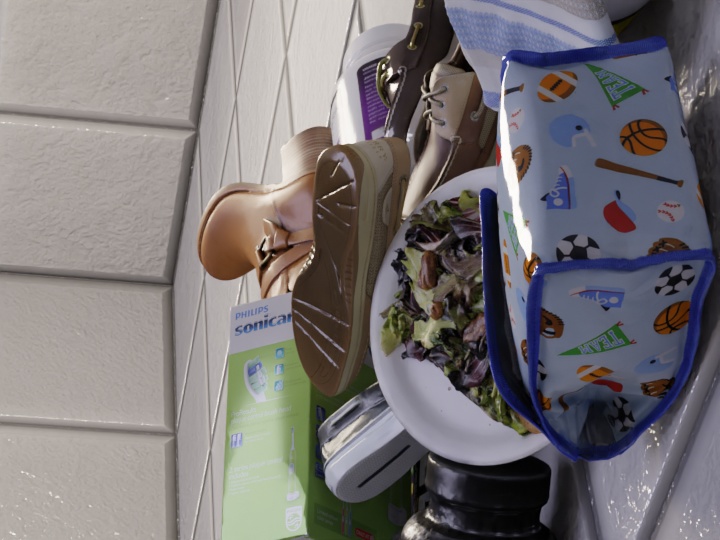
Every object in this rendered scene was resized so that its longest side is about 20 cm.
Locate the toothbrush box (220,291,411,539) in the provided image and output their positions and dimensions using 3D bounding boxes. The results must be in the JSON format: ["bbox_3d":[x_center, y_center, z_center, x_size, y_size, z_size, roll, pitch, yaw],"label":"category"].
[{"bbox_3d":[-0.031,0.134,1.736,0.145,0.086,0.202,31,-126,-50],"label":"toothbrush box"}]

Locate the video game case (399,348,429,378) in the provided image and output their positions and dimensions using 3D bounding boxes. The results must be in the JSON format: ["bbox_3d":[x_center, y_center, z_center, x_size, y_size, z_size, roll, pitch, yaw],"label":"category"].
[{"bbox_3d":[0.082,-0.030,1.597,0.200,0.023,0.182,-46,27,22],"label":"video game case"}]

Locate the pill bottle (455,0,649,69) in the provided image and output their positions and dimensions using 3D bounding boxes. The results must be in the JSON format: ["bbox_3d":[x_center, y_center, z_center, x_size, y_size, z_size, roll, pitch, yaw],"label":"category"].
[{"bbox_3d":[0.123,-0.185,1.458,0.200,0.108,0.110,132,141,-73],"label":"pill bottle"}]

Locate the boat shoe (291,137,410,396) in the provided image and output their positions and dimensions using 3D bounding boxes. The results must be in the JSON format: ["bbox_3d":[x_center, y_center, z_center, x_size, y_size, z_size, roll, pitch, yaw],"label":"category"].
[{"bbox_3d":[0.000,0.000,1.591,0.071,0.064,0.201,41,133,38],"label":"boat shoe"}]

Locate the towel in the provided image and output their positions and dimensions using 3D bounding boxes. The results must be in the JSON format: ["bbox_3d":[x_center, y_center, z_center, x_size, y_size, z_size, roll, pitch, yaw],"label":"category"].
[{"bbox_3d":[0.099,-0.152,1.362,0.146,0.024,0.201,26,155,42],"label":"towel"}]

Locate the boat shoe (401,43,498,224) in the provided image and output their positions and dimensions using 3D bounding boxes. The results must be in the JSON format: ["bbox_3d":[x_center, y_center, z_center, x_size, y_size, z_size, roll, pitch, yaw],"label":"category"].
[{"bbox_3d":[0.074,-0.121,1.602,0.201,0.072,0.076,-61,25,-5],"label":"boat shoe"}]

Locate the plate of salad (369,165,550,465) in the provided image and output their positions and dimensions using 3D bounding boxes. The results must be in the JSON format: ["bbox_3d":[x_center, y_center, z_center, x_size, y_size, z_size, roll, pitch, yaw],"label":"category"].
[{"bbox_3d":[0.080,0.028,1.488,0.199,0.048,0.202,-7,78,37],"label":"plate of salad"}]

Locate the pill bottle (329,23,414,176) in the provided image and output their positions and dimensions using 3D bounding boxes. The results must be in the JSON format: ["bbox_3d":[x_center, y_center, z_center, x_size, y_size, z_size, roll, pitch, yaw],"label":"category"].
[{"bbox_3d":[0.033,-0.107,1.791,0.201,0.110,0.112,-97,15,-49],"label":"pill bottle"}]

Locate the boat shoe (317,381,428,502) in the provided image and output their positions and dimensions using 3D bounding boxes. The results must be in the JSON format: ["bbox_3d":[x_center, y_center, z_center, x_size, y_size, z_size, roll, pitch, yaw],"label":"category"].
[{"bbox_3d":[0.044,0.084,1.615,0.072,0.200,0.071,34,-156,-53],"label":"boat shoe"}]

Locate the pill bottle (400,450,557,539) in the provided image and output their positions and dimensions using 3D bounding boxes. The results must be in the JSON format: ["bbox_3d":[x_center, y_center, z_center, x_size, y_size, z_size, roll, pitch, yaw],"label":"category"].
[{"bbox_3d":[0.077,0.227,1.531,0.112,0.111,0.202,-132,47,-76],"label":"pill bottle"}]

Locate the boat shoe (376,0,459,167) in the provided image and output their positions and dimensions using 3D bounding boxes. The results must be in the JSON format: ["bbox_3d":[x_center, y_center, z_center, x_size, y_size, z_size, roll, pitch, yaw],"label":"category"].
[{"bbox_3d":[0.046,-0.147,1.698,0.201,0.059,0.072,-67,-18,-47],"label":"boat shoe"}]

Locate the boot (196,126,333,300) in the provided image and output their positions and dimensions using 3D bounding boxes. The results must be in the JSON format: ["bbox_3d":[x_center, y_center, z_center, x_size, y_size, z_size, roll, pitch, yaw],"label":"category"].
[{"bbox_3d":[-0.068,-0.006,1.854,0.200,0.076,0.156,-37,44,35],"label":"boot"}]

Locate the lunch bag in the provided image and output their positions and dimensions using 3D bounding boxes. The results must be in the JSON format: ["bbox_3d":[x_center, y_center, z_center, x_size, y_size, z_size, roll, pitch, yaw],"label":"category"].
[{"bbox_3d":[0.132,-0.007,1.316,0.201,0.123,0.171,86,-179,-54],"label":"lunch bag"}]

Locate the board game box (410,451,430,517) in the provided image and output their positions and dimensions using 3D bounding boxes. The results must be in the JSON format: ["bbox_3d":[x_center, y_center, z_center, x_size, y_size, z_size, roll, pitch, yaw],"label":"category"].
[{"bbox_3d":[0.078,0.189,1.702,0.165,0.056,0.202,135,139,-72],"label":"board game box"}]
